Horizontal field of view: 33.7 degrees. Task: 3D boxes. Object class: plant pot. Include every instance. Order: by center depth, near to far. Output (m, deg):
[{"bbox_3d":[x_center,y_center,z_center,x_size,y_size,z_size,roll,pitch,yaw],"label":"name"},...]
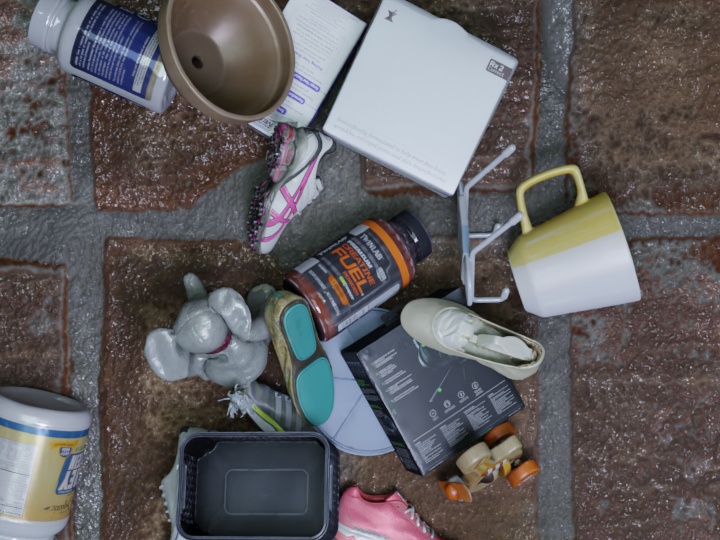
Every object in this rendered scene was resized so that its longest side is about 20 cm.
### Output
[{"bbox_3d":[-0.187,-0.280,1.527,0.199,0.092,0.204,10,74,-40],"label":"plant pot"}]

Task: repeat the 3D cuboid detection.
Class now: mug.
[{"bbox_3d":[0.277,-0.025,1.607,0.151,0.150,0.189,-19,61,9],"label":"mug"}]

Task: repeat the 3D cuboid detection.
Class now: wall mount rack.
[{"bbox_3d":[0.166,-0.059,1.557,0.073,0.175,0.202,-2,51,0],"label":"wall mount rack"}]

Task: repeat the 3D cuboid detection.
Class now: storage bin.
[{"bbox_3d":[-0.130,0.283,1.541,0.197,0.094,0.137,-1,75,8],"label":"storage bin"}]

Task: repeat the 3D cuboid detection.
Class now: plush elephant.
[{"bbox_3d":[-0.194,0.077,1.548,0.163,0.201,0.156,-24,131,5],"label":"plush elephant"}]

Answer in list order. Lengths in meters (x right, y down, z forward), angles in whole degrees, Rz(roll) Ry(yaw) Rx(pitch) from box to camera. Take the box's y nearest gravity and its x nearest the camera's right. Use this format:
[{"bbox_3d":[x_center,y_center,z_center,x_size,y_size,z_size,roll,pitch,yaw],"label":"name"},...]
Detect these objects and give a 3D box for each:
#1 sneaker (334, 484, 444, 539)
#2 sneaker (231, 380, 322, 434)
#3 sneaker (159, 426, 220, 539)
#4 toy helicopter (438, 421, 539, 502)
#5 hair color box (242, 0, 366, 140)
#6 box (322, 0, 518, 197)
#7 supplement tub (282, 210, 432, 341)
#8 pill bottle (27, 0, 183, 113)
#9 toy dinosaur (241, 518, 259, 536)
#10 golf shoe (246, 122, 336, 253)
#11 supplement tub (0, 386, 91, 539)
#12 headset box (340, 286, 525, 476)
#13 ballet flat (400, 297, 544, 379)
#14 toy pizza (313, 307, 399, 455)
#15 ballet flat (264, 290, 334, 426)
[{"bbox_3d":[0.057,0.352,1.637,0.197,0.074,0.088,16,91,-1],"label":"sneaker"},{"bbox_3d":[-0.109,0.191,1.638,0.081,0.074,0.201,-41,98,-9],"label":"sneaker"},{"bbox_3d":[-0.242,0.313,1.642,0.070,0.073,0.203,14,86,14],"label":"sneaker"},{"bbox_3d":[0.155,0.261,1.578,0.132,0.200,0.079,-35,69,5],"label":"toy helicopter"},{"bbox_3d":[-0.086,-0.273,1.618,0.109,0.065,0.201,31,90,-2],"label":"hair color box"},{"bbox_3d":[0.076,-0.229,1.587,0.197,0.131,0.202,26,92,-1],"label":"box"},{"bbox_3d":[0.000,0.000,1.595,0.199,0.107,0.108,-35,92,-18],"label":"supplement tub"},{"bbox_3d":[-0.335,-0.299,1.589,0.198,0.111,0.112,24,92,-2],"label":"pill bottle"},{"bbox_3d":[-0.138,0.384,1.605,0.085,0.136,0.202,-21,92,0],"label":"toy dinosaur"},{"bbox_3d":[-0.095,-0.100,1.594,0.091,0.073,0.201,9,127,-22],"label":"golf shoe"},{"bbox_3d":[-0.450,0.269,1.593,0.143,0.145,0.203,14,92,-1],"label":"supplement tub"},{"bbox_3d":[0.092,0.140,1.596,0.173,0.093,0.202,-32,96,-15],"label":"headset box"},{"bbox_3d":[0.149,0.084,1.533,0.198,0.069,0.070,21,92,-13],"label":"ballet flat"},{"bbox_3d":[0.010,0.152,1.639,0.197,0.032,0.203,1,88,-16],"label":"toy pizza"},{"bbox_3d":[-0.081,0.111,1.558,0.070,0.071,0.202,-14,121,0],"label":"ballet flat"}]
